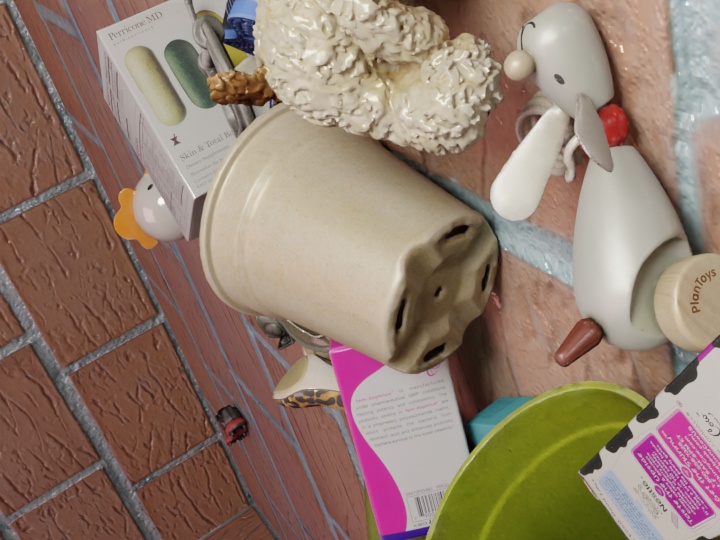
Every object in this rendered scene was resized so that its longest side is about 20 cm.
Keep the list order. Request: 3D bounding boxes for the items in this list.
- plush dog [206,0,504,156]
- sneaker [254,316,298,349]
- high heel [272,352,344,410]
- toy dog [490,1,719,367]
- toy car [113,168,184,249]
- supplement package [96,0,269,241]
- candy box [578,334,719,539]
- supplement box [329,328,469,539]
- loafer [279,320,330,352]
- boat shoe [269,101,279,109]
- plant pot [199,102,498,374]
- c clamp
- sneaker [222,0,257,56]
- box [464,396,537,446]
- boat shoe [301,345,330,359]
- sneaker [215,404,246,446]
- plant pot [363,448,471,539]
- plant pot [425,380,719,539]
[{"bbox_3d":[-0.007,-0.179,0.519,0.201,0.158,0.174,-121,35,-53],"label":"plush dog"},{"bbox_3d":[-0.053,0.064,1.072,0.199,0.114,0.077,31,148,50],"label":"sneaker"},{"bbox_3d":[-0.014,0.158,1.056,0.142,0.072,0.199,40,139,-16],"label":"high heel"},{"bbox_3d":[0.117,-0.030,0.473,0.201,0.095,0.132,60,161,19],"label":"toy dog"},{"bbox_3d":[-0.232,-0.115,1.137,0.184,0.199,0.179,26,142,59],"label":"toy car"},{"bbox_3d":[-0.170,-0.170,0.963,0.201,0.151,0.151,58,161,6],"label":"supplement package"},{"bbox_3d":[0.185,0.047,0.371,0.061,0.135,0.201,54,160,22],"label":"candy box"},{"bbox_3d":[0.043,0.134,0.826,0.104,0.100,0.202,-92,-12,-71],"label":"supplement box"},{"bbox_3d":[-0.078,0.027,1.012,0.199,0.075,0.070,28,160,39],"label":"loafer"},{"bbox_3d":[-0.066,-0.093,0.829,0.069,0.083,0.203,-51,-44,-63],"label":"boat shoe"},{"bbox_3d":[0.004,-0.016,0.716,0.183,0.200,0.202,30,147,36],"label":"plant pot"},{"bbox_3d":[-0.130,-0.177,0.802,0.200,0.027,0.173,-150,39,-76],"label":"c clamp"},{"bbox_3d":[-0.083,-0.235,0.777,0.069,0.079,0.200,18,-178,-13],"label":"sneaker"},{"bbox_3d":[0.161,0.152,0.730,0.083,0.049,0.200,60,162,-1],"label":"box"},{"bbox_3d":[0.002,0.137,1.109,0.200,0.073,0.069,46,155,14],"label":"boat shoe"},{"bbox_3d":[-0.380,0.451,2.589,0.098,0.070,0.201,54,159,17],"label":"sneaker"},{"bbox_3d":[0.080,0.263,0.955,0.188,0.185,0.202,106,146,-65],"label":"plant pot"},{"bbox_3d":[0.170,0.208,0.553,0.192,0.201,0.200,39,169,-21],"label":"plant pot"}]
